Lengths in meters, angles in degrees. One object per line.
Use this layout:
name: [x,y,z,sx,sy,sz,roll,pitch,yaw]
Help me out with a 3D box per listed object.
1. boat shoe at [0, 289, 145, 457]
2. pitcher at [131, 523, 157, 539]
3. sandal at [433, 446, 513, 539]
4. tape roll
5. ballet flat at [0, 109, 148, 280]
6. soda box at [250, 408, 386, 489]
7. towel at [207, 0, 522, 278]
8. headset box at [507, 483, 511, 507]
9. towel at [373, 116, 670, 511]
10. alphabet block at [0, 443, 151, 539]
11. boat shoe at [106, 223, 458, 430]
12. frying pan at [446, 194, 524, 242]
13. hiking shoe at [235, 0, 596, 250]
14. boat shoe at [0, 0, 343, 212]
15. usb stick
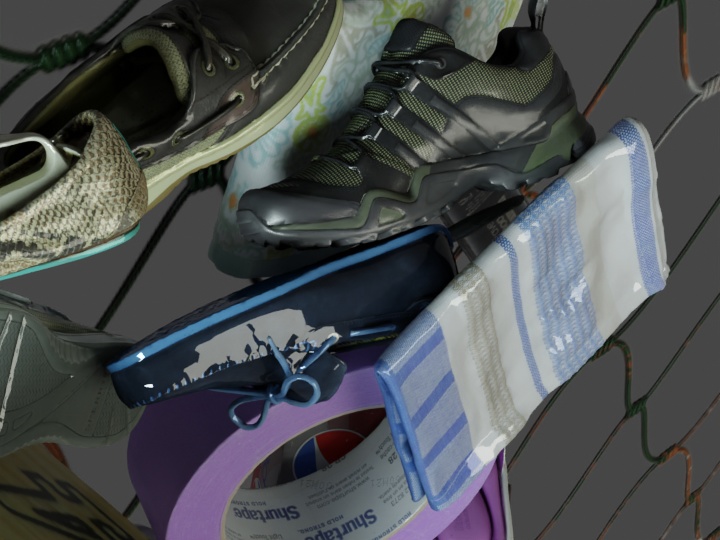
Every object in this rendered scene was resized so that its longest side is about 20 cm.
boat shoe: [-0.174,0.044,1.090,0.202,0.065,0.075,8,105,-61]
pitcher: [-0.182,0.230,1.273,0.200,0.121,0.172,-45,142,8]
sandal: [0.053,0.095,1.400,0.082,0.203,0.050,-14,157,-9]
tape roll: [-0.025,0.098,1.267,0.200,0.066,0.200,-17,141,-15]
ballet flat: [-0.187,-0.013,0.972,0.200,0.068,0.075,-28,122,-13]
soda box: [-0.026,0.125,1.399,0.070,0.063,0.200,2,123,-15]
towel: [0.007,-0.093,1.251,0.200,0.048,0.171,-25,140,-47]
headset box: [0.041,0.234,1.472,0.200,0.075,0.149,88,18,-58]
towel: [0.089,0.024,1.201,0.200,0.024,0.147,-43,147,-19]
alphabet block: [-0.191,0.196,1.088,0.195,0.200,0.196,-55,156,2]
boat shoe: [-0.026,0.035,1.132,0.200,0.069,0.084,-21,-175,-25]
frying pan: [-0.007,0.005,1.277,0.190,0.031,0.115,-31,180,26]
hiking shoe: [0.019,-0.074,1.173,0.200,0.101,0.076,-21,-174,-23]
boat shoe: [-0.086,-0.086,1.060,0.201,0.072,0.066,-41,158,-16]
usb stick: [0.082,-0.035,1.480,0.055,0.033,0.200,-45,156,-2]
